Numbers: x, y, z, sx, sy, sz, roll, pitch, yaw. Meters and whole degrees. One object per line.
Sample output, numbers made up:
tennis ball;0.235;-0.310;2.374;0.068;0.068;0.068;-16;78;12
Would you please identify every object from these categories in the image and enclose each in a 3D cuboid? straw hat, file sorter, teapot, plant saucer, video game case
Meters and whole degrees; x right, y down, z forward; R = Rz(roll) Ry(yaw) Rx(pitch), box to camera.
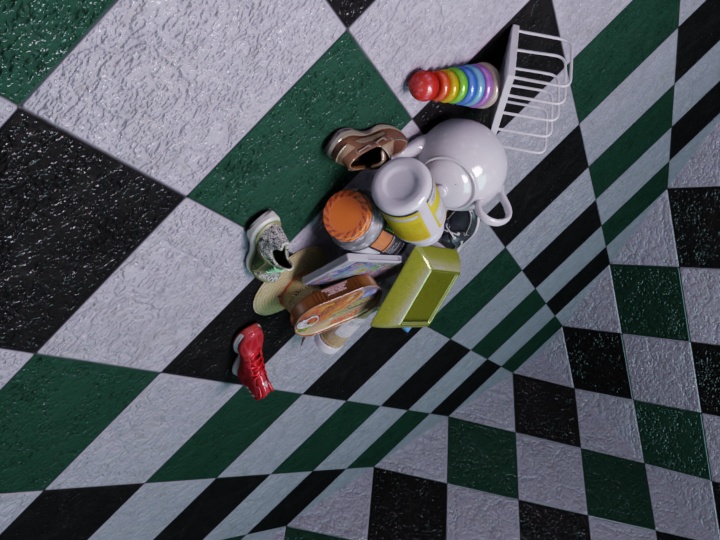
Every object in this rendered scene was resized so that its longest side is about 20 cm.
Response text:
straw hat;-0.122;0.052;1.655;0.200;0.085;0.202;-35;157;-17
file sorter;0.328;-0.345;1.546;0.201;0.123;0.140;97;4;-58
teapot;0.188;-0.187;1.556;0.146;0.199;0.199;-54;134;-42
plant saucer;0.132;0.047;1.675;0.199;0.048;0.201;5;118;-59
video game case;0.000;0.000;1.613;0.199;0.018;0.143;2;159;-45

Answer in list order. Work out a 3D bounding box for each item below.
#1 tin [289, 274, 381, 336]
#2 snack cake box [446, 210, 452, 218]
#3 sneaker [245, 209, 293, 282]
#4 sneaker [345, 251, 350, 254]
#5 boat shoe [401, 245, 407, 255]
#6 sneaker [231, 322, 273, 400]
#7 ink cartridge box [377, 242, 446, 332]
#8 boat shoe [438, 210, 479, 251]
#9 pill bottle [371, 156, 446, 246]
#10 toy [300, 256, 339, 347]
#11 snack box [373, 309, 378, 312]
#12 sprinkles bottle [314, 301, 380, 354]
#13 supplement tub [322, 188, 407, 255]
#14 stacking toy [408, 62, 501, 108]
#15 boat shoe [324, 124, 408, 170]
tin;-0.051;0.072;1.622;0.199;0.042;0.112;-21;145;-18
snack cake box;0.178;-0.163;1.782;0.115;0.067;0.200;-37;157;-13
sneaker;-0.160;-0.020;1.459;0.077;0.089;0.201;-34;157;-19
sneaker;0.010;0.000;1.806;0.139;0.078;0.200;-21;159;-44
boat shoe;0.090;-0.076;1.744;0.067;0.057;0.201;-55;164;-58
sneaker;-0.221;0.205;1.732;0.078;0.116;0.201;-30;155;-26
ink cartridge box;0.122;0.024;1.812;0.200;0.116;0.068;-50;156;-5
boat shoe;0.208;-0.080;1.798;0.060;0.076;0.201;-32;156;-34
pill bottle;0.097;-0.118;1.469;0.112;0.112;0.200;-41;154;-1
toy;-0.075;0.076;1.745;0.116;0.047;0.201;-78;-170;-48
snack box;0.083;0.041;1.957;0.199;0.053;0.142;-33;179;-23
sprinkles bottle;-0.031;0.109;1.776;0.068;0.068;0.200;-18;157;-44
supplement tub;0.010;-0.090;1.567;0.123;0.123;0.200;-46;157;10
stacking toy;0.166;-0.333;1.445;0.199;0.086;0.086;-14;146;-41
boat shoe;0.022;-0.212;1.429;0.199;0.072;0.076;-17;148;-45
